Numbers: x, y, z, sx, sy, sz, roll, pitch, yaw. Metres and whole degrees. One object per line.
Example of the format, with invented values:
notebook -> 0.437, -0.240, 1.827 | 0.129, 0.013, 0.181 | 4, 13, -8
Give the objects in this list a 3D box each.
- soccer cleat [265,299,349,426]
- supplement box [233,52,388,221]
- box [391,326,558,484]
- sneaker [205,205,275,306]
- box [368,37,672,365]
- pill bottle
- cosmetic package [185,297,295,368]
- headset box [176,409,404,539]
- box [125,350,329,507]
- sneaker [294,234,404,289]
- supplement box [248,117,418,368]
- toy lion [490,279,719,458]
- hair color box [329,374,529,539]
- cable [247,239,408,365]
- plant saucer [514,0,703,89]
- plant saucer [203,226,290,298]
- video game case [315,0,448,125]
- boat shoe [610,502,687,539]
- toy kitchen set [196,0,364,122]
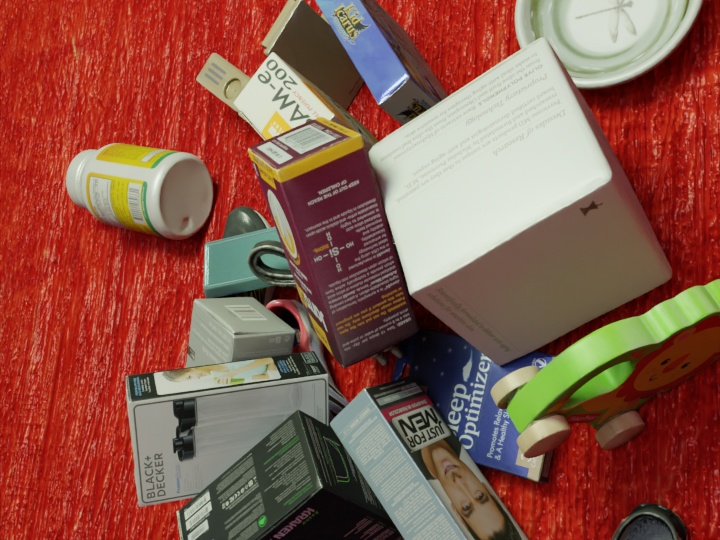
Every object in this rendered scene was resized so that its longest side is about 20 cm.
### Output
soccer cleat -> -0.059, 0.125, 0.967 | 0.066, 0.076, 0.203 | -29, 63, 21
supplement box -> -0.032, -0.139, 0.952 | 0.074, 0.199, 0.126 | -48, 58, 10
box -> 0.109, 0.132, 0.889 | 0.197, 0.032, 0.124 | 9, 81, 34
sneaker -> -0.146, 0.011, 1.049 | 0.073, 0.084, 0.205 | -16, 68, 25
box -> 0.149, -0.053, 0.801 | 0.198, 0.198, 0.174 | -30, 53, 19
pill bottle -> -0.304, -0.111, 1.165 | 0.197, 0.112, 0.115 | 11, 82, 33
cosmetic package -> -0.142, 0.142, 0.960 | 0.106, 0.089, 0.205 | 27, 111, 49
headset box -> -0.049, 0.256, 0.856 | 0.173, 0.199, 0.094 | -39, 43, 14
box -> -0.132, 0.157, 0.868 | 0.060, 0.195, 0.119 | -134, 42, -64
sneaker -> 0.000, 0.000, 0.978 | 0.197, 0.067, 0.092 | 13, 88, 35
supplement box -> -0.026, -0.028, 0.814 | 0.084, 0.204, 0.110 | -23, 24, -13
toy lion -> 0.236, 0.078, 0.734 | 0.192, 0.197, 0.069 | -49, 53, 32
hair color box -> 0.066, 0.204, 0.825 | 0.061, 0.098, 0.201 | -45, 69, 26
cable -> -0.026, 0.022, 0.922 | 0.097, 0.198, 0.051 | -50, 16, 34
plant saucer -> 0.261, -0.277, 0.902 | 0.196, 0.050, 0.205 | -10, 71, 29
plant saucer -> -0.097, -0.019, 0.977 | 0.196, 0.019, 0.072 | -12, 68, 23
video game case -> 0.036, -0.227, 0.948 | 0.045, 0.180, 0.202 | -37, 60, 16
boat shoe -> 0.230, 0.303, 0.747 | 0.072, 0.063, 0.206 | 16, 86, 31
toy kitchen set -> -0.105, -0.284, 1.062 | 0.180, 0.162, 0.202 | 38, 96, 33
